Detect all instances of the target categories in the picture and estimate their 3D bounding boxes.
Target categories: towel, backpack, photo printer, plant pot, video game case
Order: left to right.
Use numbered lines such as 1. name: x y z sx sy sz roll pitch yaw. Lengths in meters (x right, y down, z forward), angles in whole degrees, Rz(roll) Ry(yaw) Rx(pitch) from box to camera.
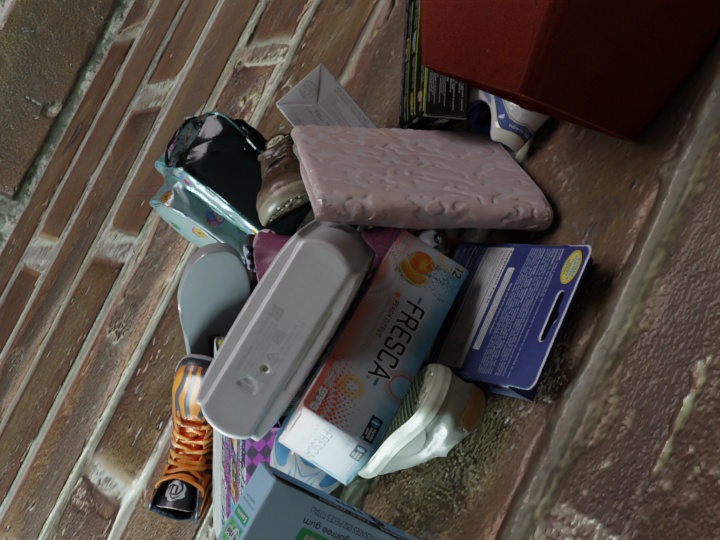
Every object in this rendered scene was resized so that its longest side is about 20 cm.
1. backpack: -0.158 -0.098 1.594 0.154 0.175 0.200 -55 20 3
2. video game case: -0.106 0.188 1.228 0.181 0.035 0.202 -122 32 -64
3. photo printer: -0.054 0.039 1.089 0.167 0.069 0.200 -58 -1 9
4. towel: 0.045 -0.080 1.168 0.191 0.198 0.033 -114 27 -64
5. plant pot: 0.158 -0.213 1.054 0.199 0.199 0.178 28 101 50

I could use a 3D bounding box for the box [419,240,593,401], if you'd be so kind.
1. box: 0.116 0.037 1.079 0.122 0.032 0.200 -65 22 -9

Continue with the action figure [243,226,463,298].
1. action figure: 0.000 0.000 1.245 0.198 0.135 0.149 -18 5 0

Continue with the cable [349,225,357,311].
1. cable: 0.002 -0.040 1.365 0.201 0.051 0.163 -65 24 -8

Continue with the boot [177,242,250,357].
1. boot: -0.153 0.030 1.360 0.096 0.073 0.201 -108 20 -46

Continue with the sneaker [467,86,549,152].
1. sneaker: 0.120 -0.178 1.255 0.088 0.075 0.200 -54 24 14

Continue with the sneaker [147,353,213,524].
1. sneaker: -0.163 0.180 1.339 0.201 0.077 0.113 93 -167 -45

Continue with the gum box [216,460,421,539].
1. gum box: -0.048 0.265 0.983 0.201 0.169 0.045 -61 24 0

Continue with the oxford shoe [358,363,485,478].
1. oxford shoe: 0.045 0.131 1.094 0.200 0.057 0.076 -48 21 61

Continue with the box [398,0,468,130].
1. box: 0.072 -0.237 1.296 0.193 0.047 0.202 -174 87 -82

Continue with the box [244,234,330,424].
1. box: -0.079 0.057 1.351 0.201 0.074 0.101 -105 19 -55

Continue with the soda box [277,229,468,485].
1. soda box: 0.013 0.064 1.059 0.201 0.068 0.064 -59 2 -38

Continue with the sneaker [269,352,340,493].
1. sneaker: -0.021 0.118 1.124 0.073 0.072 0.200 -54 5 29

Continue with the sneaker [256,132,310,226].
1. sneaker: -0.075 -0.091 1.280 0.070 0.076 0.200 -30 1 5

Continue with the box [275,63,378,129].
1. box: -0.028 -0.147 1.385 0.060 0.117 0.200 -41 6 1
